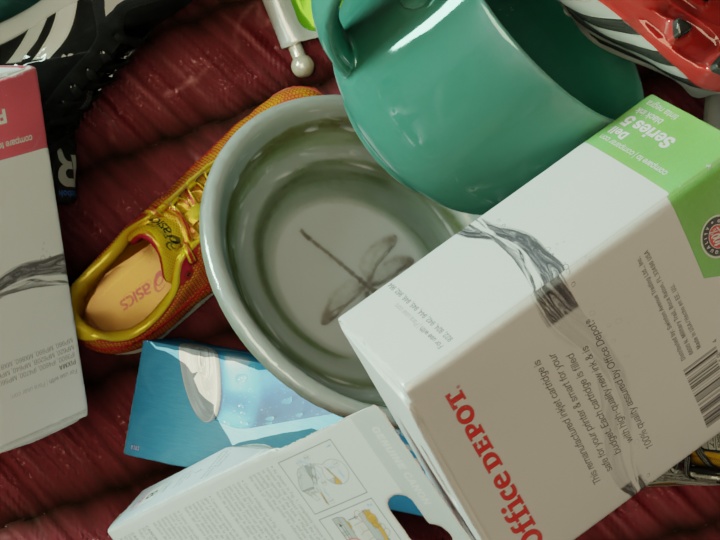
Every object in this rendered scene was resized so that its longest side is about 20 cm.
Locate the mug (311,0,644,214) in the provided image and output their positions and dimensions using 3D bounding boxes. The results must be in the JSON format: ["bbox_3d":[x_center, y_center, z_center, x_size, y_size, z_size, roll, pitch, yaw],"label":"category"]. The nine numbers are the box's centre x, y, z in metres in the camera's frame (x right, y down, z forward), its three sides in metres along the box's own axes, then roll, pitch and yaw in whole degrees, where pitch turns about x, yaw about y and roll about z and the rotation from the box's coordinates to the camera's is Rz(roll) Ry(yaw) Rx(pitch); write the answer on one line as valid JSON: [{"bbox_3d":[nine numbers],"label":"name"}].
[{"bbox_3d":[0.047,-0.116,0.871,0.185,0.152,0.114,42,121,-16],"label":"mug"}]

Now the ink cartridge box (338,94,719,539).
[{"bbox_3d":[0.110,0.034,0.814,0.200,0.084,0.146,-34,124,-8],"label":"ink cartridge box"}]

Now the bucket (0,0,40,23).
[{"bbox_3d":[-0.264,-0.228,0.936,0.206,0.135,0.208,-1,83,12],"label":"bucket"}]

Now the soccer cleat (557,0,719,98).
[{"bbox_3d":[0.117,-0.154,0.836,0.200,0.085,0.069,35,81,-2],"label":"soccer cleat"}]

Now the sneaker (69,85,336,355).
[{"bbox_3d":[-0.086,-0.025,0.938,0.073,0.077,0.200,42,89,9],"label":"sneaker"}]

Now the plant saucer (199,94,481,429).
[{"bbox_3d":[0.000,0.000,0.903,0.199,0.050,0.201,13,58,-22],"label":"plant saucer"}]

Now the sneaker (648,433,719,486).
[{"bbox_3d":[0.176,0.080,0.890,0.199,0.082,0.078,-7,89,10],"label":"sneaker"}]

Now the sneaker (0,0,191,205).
[{"bbox_3d":[-0.167,-0.100,0.962,0.199,0.073,0.112,-21,89,17],"label":"sneaker"}]

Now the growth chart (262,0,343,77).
[{"bbox_3d":[0.019,-0.212,0.956,0.200,0.018,0.145,-31,85,8],"label":"growth chart"}]

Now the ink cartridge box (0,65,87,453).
[{"bbox_3d":[-0.239,-0.007,0.912,0.145,0.085,0.201,5,110,38],"label":"ink cartridge box"}]

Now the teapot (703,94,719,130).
[{"bbox_3d":[0.282,-0.080,0.846,0.146,0.197,0.201,2,116,-26],"label":"teapot"}]

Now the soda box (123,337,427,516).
[{"bbox_3d":[-0.027,0.088,0.934,0.199,0.064,0.068,10,91,9],"label":"soda box"}]

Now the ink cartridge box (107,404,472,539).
[{"bbox_3d":[-0.016,0.159,0.880,0.200,0.057,0.163,-29,102,29],"label":"ink cartridge box"}]
